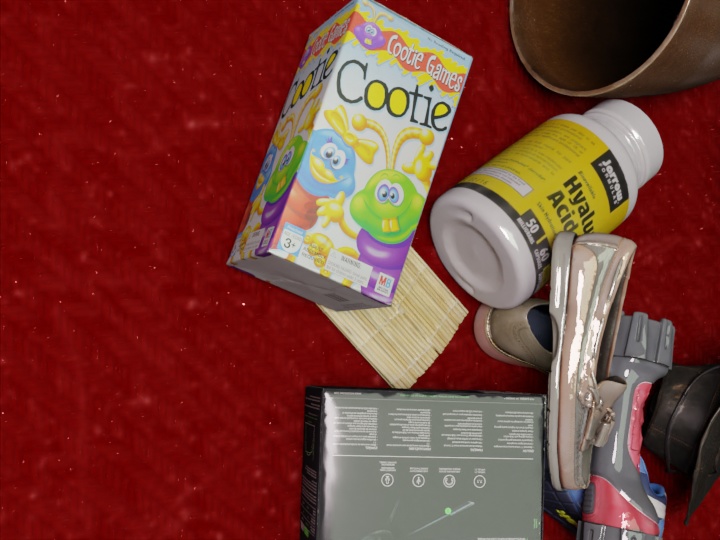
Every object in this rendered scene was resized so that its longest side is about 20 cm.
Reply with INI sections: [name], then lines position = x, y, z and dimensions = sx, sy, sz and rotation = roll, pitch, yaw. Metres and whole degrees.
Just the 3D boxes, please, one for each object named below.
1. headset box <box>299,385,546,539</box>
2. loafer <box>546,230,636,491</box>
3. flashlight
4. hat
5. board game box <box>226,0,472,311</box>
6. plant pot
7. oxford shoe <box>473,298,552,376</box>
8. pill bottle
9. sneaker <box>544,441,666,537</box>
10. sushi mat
[headset box]
position = 0.044, 0.190, 0.730
dimensions = 0.173, 0.093, 0.202
rotation = 2, 84, -11
[loafer]
position = 0.176, 0.071, 0.731
dimensions = 0.072, 0.062, 0.202
rotation = -13, 104, -70
[flashlight]
position = 0.220, 0.138, 0.779
dimensions = 0.068, 0.068, 0.202
rotation = 31, 68, -56
[hat]
position = 0.304, 0.129, 0.882
dimensions = 0.200, 0.081, 0.202
rotation = -38, 138, -43
[board game box]
position = -0.009, -0.082, 0.726
dimensions = 0.102, 0.105, 0.201
rotation = 24, 76, -21
[plant pot]
position = 0.268, -0.233, 0.864
dimensions = 0.199, 0.186, 0.189
rotation = 4, 84, -41
[oxford shoe]
position = 0.199, 0.069, 0.847
dimensions = 0.199, 0.074, 0.071
rotation = 12, 78, -26
[pill bottle]
position = 0.164, -0.064, 0.820
dimensions = 0.200, 0.111, 0.112
rotation = -36, 102, -24
[sneaker]
position = 0.196, 0.181, 0.841
dimensions = 0.200, 0.074, 0.083
rotation = 41, 69, -26
[sushi mat]
position = 0.000, 0.000, 0.788
dimensions = 0.200, 0.012, 0.096
rotation = 48, 68, -15
